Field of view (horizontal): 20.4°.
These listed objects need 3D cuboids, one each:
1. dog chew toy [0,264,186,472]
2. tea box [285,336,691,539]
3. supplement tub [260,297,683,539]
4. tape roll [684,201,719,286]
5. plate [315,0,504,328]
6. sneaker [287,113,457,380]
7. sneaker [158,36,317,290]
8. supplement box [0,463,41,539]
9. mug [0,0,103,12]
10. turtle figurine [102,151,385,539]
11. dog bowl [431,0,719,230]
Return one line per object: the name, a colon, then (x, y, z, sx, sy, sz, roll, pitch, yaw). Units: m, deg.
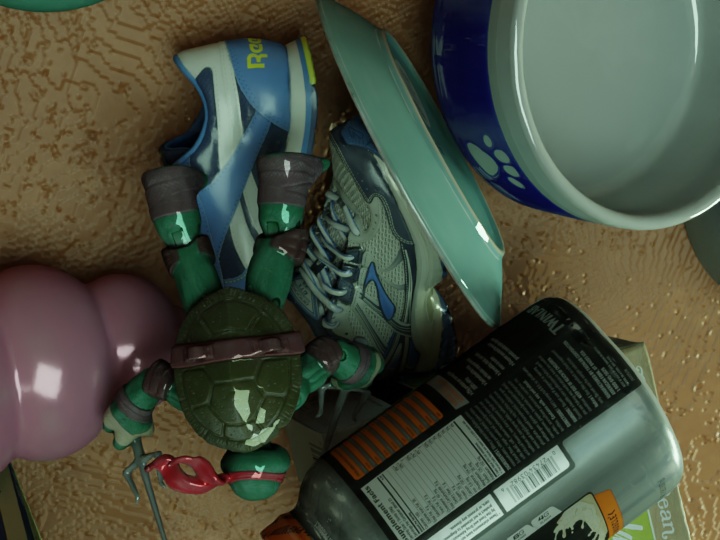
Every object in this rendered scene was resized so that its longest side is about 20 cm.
dog chew toy: (-0.187, 0.052, 1.086, 0.199, 0.124, 0.125, -12, 113, -21)
tea box: (0.079, 0.155, 1.165, 0.196, 0.134, 0.201, -16, 95, -12)
supplement tub: (0.055, 0.115, 1.029, 0.200, 0.123, 0.123, -35, 116, -7)
tape roll: (0.299, -0.054, 1.217, 0.199, 0.066, 0.201, -6, 112, -15)
plate: (0.035, -0.063, 1.060, 0.026, 0.200, 0.201, -28, 116, 9)
sneaker: (0.000, 0.000, 1.111, 0.085, 0.077, 0.200, -21, 138, -7)
sneaker: (-0.075, -0.035, 1.112, 0.082, 0.074, 0.201, 5, 103, -12)
supplement box: (-0.217, 0.233, 1.094, 0.134, 0.200, 0.201, -20, 115, -9)
mug: (-0.168, -0.194, 0.998, 0.152, 0.114, 0.185, 33, 98, -24)
turtle figurine: (-0.059, 0.044, 1.029, 0.149, 0.101, 0.201, -3, 84, -9)
dog bowl: (0.139, -0.126, 1.101, 0.199, 0.079, 0.201, -6, 101, -33)
